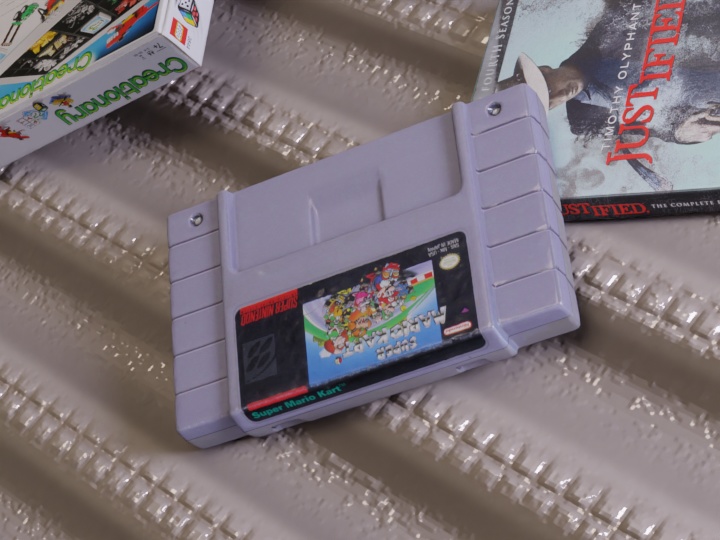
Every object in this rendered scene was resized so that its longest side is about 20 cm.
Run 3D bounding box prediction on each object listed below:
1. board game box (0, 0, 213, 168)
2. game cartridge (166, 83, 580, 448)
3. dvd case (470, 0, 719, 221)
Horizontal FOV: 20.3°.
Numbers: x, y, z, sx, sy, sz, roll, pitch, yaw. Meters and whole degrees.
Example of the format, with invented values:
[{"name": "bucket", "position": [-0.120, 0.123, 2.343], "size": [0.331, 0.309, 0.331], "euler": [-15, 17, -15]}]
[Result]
[{"name": "board game box", "position": [-0.160, -0.134, 1.125], "size": [0.199, 0.035, 0.127], "euler": [-21, 46, 35]}, {"name": "game cartridge", "position": [0.000, 0.000, 0.946], "size": [0.199, 0.038, 0.130], "euler": [-19, 51, 20]}, {"name": "dvd case", "position": [0.146, -0.088, 0.958], "size": [0.199, 0.022, 0.147], "euler": [-3, 54, 30]}]
